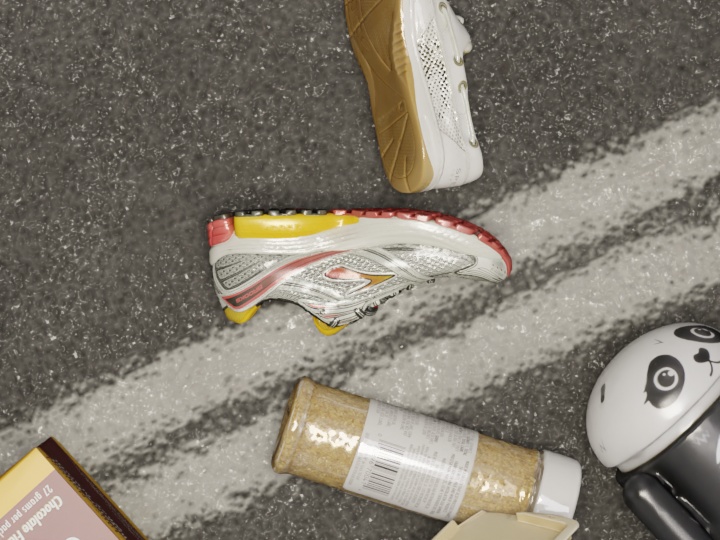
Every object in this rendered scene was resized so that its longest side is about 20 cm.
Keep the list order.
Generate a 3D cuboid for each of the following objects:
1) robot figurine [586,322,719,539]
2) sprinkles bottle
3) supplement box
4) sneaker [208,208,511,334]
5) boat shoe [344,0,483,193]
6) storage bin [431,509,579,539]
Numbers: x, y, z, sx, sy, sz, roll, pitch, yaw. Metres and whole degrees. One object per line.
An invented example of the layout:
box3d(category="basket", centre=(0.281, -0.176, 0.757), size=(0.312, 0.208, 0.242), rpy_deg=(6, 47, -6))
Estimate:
box3d(category="robot figurine", centre=(0.241, 0.125, 1.534), size=(0.125, 0.150, 0.200), rpy_deg=(-44, 92, 8))
box3d(category="sprinkles bottle", centre=(0.044, 0.130, 1.547), size=(0.199, 0.068, 0.068), rpy_deg=(18, 87, -4))
box3d(category="supplement box", centre=(-0.181, 0.222, 1.459), size=(0.133, 0.200, 0.197), rpy_deg=(-42, 92, -5))
box3d(category="sneaker", centre=(0.000, 0.000, 1.543), size=(0.199, 0.078, 0.082), rpy_deg=(-1, 93, 5))
box3d(category="boat shoe", centre=(0.040, -0.150, 1.562), size=(0.069, 0.071, 0.201), rpy_deg=(-4, 80, -31))
box3d(category="storage bin", centre=(0.078, 0.282, 1.456), size=(0.094, 0.198, 0.201), rpy_deg=(2, 116, 35))
